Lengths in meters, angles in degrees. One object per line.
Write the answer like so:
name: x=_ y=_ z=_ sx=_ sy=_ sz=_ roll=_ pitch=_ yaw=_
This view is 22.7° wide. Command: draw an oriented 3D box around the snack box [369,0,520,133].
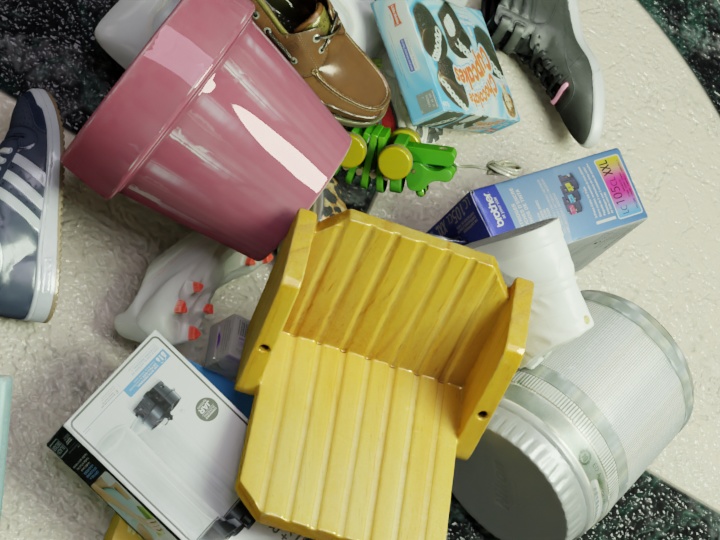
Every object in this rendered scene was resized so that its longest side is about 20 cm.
snack box: x=0.081 y=-0.188 z=1.635 sx=0.200 sy=0.037 sz=0.117 roll=-5 pitch=75 yaw=-66

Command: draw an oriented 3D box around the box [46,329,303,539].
box: x=-0.133 y=0.159 z=1.408 sx=0.200 sy=0.060 sz=0.117 roll=45 pitch=59 yaw=-2

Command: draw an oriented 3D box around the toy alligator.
toy alligator: x=0.039 y=-0.089 z=1.558 sx=0.199 sy=0.055 sz=0.059 roll=15 pitch=24 yaw=6

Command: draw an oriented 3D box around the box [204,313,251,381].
box: x=-0.040 y=0.095 z=1.507 sx=0.199 sy=0.039 sz=0.042 roll=26 pitch=56 yaw=-30

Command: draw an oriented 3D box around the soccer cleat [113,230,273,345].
soccer cleat: x=-0.136 y=-0.008 z=1.521 sx=0.200 sy=0.077 sz=0.070 roll=-52 pitch=133 yaw=-44

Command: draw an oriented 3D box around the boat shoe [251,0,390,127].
boat shoe: x=-0.049 y=-0.196 z=1.510 sx=0.199 sy=0.068 sz=0.072 roll=35 pitch=54 yaw=-15

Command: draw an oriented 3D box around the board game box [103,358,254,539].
board game box: x=-0.118 y=0.193 z=1.461 sx=0.152 sy=0.040 sz=0.201 roll=26 pitch=62 yaw=-13

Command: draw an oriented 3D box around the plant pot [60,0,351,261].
plant pot: x=-0.113 y=-0.112 z=1.441 sx=0.179 sy=0.200 sz=0.201 roll=37 pitch=60 yaw=-8

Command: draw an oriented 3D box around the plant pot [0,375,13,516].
plant pot: x=-0.359 y=0.186 z=1.273 sx=0.195 sy=0.196 sz=0.202 roll=1 pitch=78 yaw=-24

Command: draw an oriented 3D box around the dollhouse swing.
dollhouse swing: x=0.014 y=0.090 z=1.373 sx=0.199 sy=0.182 sz=0.176 roll=18 pitch=36 yaw=-9

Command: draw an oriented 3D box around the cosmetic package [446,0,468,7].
cosmetic package: x=0.031 y=-0.371 z=1.659 sx=0.198 sy=0.123 sz=0.201 roll=23 pitch=31 yaw=-14

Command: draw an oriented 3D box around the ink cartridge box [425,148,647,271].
ink cartridge box: x=0.138 y=-0.030 z=1.610 sx=0.199 sy=0.136 sz=0.077 roll=-19 pitch=77 yaw=-29

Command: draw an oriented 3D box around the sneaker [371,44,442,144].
sneaker: x=0.008 y=-0.180 z=1.648 sx=0.077 sy=0.085 sz=0.201 roll=33 pitch=34 yaw=-45

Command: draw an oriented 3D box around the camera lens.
camera lens: x=0.181 y=0.127 z=1.553 sx=0.160 sy=0.160 sz=0.200 roll=49 pitch=59 yaw=0

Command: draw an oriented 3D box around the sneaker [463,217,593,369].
sneaker: x=0.105 y=0.035 z=1.489 sx=0.073 sy=0.199 sz=0.116 roll=-28 pitch=97 yaw=-41

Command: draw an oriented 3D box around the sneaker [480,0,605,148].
sneaker: x=0.171 y=-0.206 z=1.737 sx=0.098 sy=0.071 sz=0.201 roll=-2 pitch=65 yaw=-23

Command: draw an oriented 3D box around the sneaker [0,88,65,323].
sneaker: x=-0.302 y=-0.060 z=1.460 sx=0.108 sy=0.070 sz=0.202 roll=6 pitch=71 yaw=-24

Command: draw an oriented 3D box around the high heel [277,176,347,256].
high heel: x=0.000 y=0.000 z=1.586 sx=0.142 sy=0.071 sz=0.201 roll=17 pitch=60 yaw=-32

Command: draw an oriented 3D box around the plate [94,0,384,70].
plate: x=-0.096 y=-0.210 z=1.560 sx=0.199 sy=0.032 sz=0.200 roll=43 pitch=83 yaw=-14
